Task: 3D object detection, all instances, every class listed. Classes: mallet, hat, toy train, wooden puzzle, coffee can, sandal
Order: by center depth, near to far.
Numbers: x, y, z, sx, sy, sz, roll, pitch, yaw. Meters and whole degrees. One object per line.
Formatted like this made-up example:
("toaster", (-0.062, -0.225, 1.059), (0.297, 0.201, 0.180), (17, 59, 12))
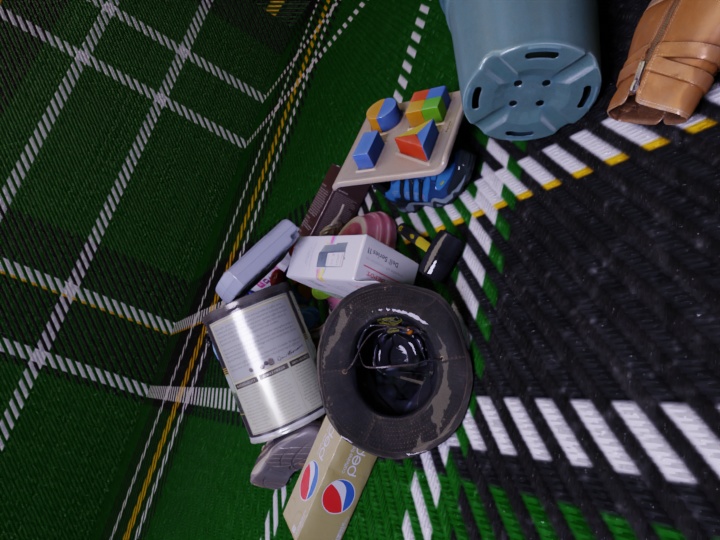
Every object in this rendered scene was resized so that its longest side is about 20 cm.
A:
("hat", (0.041, 0.120, 0.659), (0.081, 0.198, 0.203), (62, -136, -68))
("mallet", (0.093, -0.049, 0.796), (0.066, 0.041, 0.200), (-58, 20, 15))
("wooden puzzle", (0.057, -0.207, 0.821), (0.198, 0.046, 0.187), (-6, 48, 35))
("coffee can", (-0.137, 0.138, 0.842), (0.146, 0.145, 0.202), (-27, 84, 54))
("sandal", (-0.049, 0.110, 0.909), (0.199, 0.080, 0.055), (-29, 84, 49))
("toy train", (-0.070, -0.003, 0.921), (0.201, 0.084, 0.116), (-54, 37, 26))

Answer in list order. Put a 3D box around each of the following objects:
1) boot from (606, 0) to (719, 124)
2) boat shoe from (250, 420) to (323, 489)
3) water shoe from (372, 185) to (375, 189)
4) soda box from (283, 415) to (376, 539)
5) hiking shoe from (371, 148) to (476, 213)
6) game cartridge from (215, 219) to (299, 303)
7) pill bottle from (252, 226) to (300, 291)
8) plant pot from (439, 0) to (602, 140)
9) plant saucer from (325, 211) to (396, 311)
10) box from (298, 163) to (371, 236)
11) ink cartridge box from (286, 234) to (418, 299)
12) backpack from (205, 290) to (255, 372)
("boot", (0.302, -0.200, 0.455), (0.156, 0.073, 0.200), (-63, 11, 2))
("boat shoe", (-0.118, 0.278, 0.874), (0.200, 0.074, 0.074), (-45, 30, 36))
("water shoe", (0.086, -0.193, 0.934), (0.199, 0.071, 0.080), (-19, 79, 55))
("soda box", (-0.027, 0.250, 0.719), (0.202, 0.063, 0.068), (-67, 23, -1))
("hiking shoe", (0.088, -0.137, 0.823), (0.199, 0.086, 0.075), (-19, 50, 59))
("game cartridge", (-0.162, -0.004, 0.841), (0.133, 0.041, 0.200), (-49, 5, -18))
("pill bottle", (-0.200, -0.019, 1.285), (0.200, 0.112, 0.115), (-32, 39, 52))
("plant pot", (0.188, -0.274, 0.637), (0.200, 0.198, 0.198), (-32, 47, 51))
("plant saucer", (-0.012, -0.016, 0.964), (0.201, 0.050, 0.202), (-48, 29, 37))
("box", (-0.064, -0.113, 1.144), (0.202, 0.074, 0.100), (-63, 23, 9))
("ink cartridge box", (0.000, 0.000, 0.785), (0.199, 0.116, 0.068), (3, 73, 48))
("backpack", (-0.180, 0.145, 0.998), (0.135, 0.182, 0.200), (-49, 21, -3))
